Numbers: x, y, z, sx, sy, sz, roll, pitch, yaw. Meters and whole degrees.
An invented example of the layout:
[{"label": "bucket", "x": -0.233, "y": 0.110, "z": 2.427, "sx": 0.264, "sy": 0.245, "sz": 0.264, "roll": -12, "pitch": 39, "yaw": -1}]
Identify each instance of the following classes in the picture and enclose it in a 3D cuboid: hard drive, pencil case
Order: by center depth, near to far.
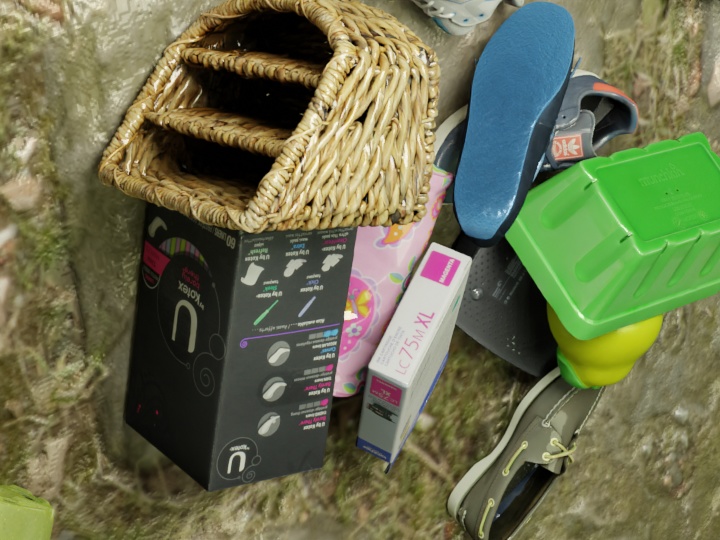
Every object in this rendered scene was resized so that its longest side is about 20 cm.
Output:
[{"label": "pencil case", "x": 0.000, "y": 0.000, "z": 1.273, "sx": 0.087, "sy": 0.087, "sz": 0.200, "roll": 12, "pitch": 103, "yaw": -43}, {"label": "hard drive", "x": 0.148, "y": 0.013, "z": 1.428, "sx": 0.200, "sy": 0.042, "sz": 0.135, "roll": 31, "pitch": 90, "yaw": -45}]

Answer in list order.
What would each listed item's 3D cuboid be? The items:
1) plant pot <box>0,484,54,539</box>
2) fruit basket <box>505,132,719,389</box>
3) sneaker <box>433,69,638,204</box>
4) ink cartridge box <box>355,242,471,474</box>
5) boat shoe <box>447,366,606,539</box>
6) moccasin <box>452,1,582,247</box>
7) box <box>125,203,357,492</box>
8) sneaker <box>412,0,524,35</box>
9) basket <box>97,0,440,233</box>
[{"label": "plant pot", "x": -0.290, "y": 0.227, "z": 1.091, "sx": 0.200, "sy": 0.200, "sz": 0.190, "roll": 25, "pitch": 82, "yaw": -44}, {"label": "fruit basket", "x": 0.208, "y": -0.003, "z": 1.372, "sx": 0.216, "sy": 0.156, "sz": 0.216, "roll": -28, "pitch": 162, "yaw": -10}, {"label": "sneaker", "x": 0.142, "y": -0.104, "z": 1.334, "sx": 0.200, "sy": 0.085, "sz": 0.075, "roll": -30, "pitch": 128, "yaw": -25}, {"label": "ink cartridge box", "x": 0.039, "y": 0.075, "z": 1.305, "sx": 0.200, "sy": 0.042, "sz": 0.119, "roll": 93, "pitch": 23, "yaw": -63}, {"label": "boat shoe", "x": 0.159, "y": 0.164, "z": 1.472, "sx": 0.072, "sy": 0.060, "sz": 0.202, "roll": 22, "pitch": 111, "yaw": -43}, {"label": "moccasin", "x": 0.111, "y": -0.113, "z": 1.274, "sx": 0.068, "sy": 0.080, "sz": 0.200, "roll": 70, "pitch": 43, "yaw": -69}, {"label": "box", "x": -0.088, "y": 0.040, "z": 1.188, "sx": 0.106, "sy": 0.122, "sz": 0.200, "roll": -8, "pitch": 115, "yaw": -37}, {"label": "sneaker", "x": 0.061, "y": -0.213, "z": 1.224, "sx": 0.200, "sy": 0.075, "sz": 0.087, "roll": -13, "pitch": 125, "yaw": -35}, {"label": "basket", "x": -0.063, "y": -0.111, "z": 1.076, "sx": 0.149, "sy": 0.200, "sz": 0.143, "roll": -5, "pitch": 106, "yaw": -36}]
